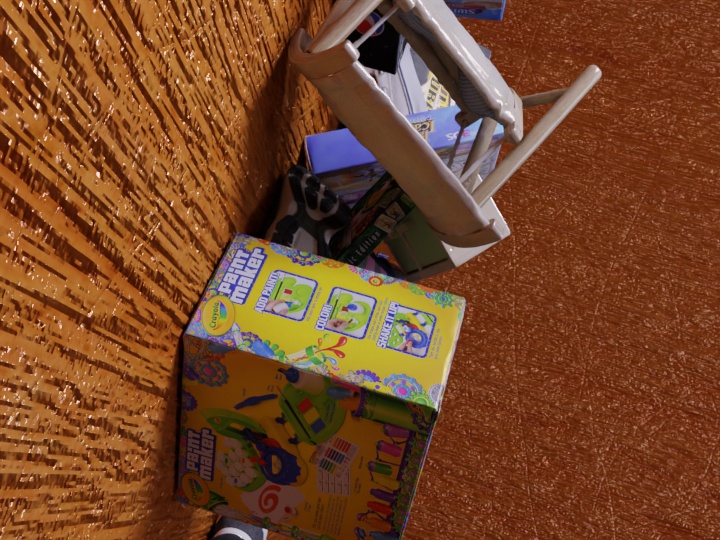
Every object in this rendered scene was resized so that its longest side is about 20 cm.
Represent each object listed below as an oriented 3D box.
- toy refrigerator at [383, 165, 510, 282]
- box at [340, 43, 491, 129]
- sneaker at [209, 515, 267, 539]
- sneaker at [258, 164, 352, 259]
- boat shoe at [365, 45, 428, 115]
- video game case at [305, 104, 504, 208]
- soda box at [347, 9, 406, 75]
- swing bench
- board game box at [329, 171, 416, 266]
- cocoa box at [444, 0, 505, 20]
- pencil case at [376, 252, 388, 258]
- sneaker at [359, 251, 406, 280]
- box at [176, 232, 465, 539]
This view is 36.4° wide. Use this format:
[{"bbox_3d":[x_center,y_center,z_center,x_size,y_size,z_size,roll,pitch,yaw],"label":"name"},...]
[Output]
[{"bbox_3d":[0.073,-0.040,1.076,0.069,0.077,0.200,-30,-179,-10],"label":"toy refrigerator"},{"bbox_3d":[0.064,-0.200,1.334,0.049,0.158,0.203,6,-101,61],"label":"box"},{"bbox_3d":[-0.146,0.352,1.139,0.112,0.072,0.203,-58,154,-64],"label":"sneaker"},{"bbox_3d":[-0.068,-0.025,0.984,0.088,0.077,0.201,-42,-166,28],"label":"sneaker"},{"bbox_3d":[0.013,-0.213,1.211,0.075,0.085,0.204,88,-12,-59],"label":"boat shoe"},{"bbox_3d":[0.044,-0.106,1.156,0.182,0.197,0.046,92,-15,-73],"label":"video game case"},{"bbox_3d":[0.018,-0.279,1.025,0.201,0.070,0.064,97,11,-58],"label":"soda box"},{"bbox_3d":[0.059,-0.155,0.893,0.129,0.199,0.201,-3,-134,54],"label":"swing bench"},{"bbox_3d":[-0.023,-0.014,1.018,0.200,0.023,0.105,-46,-167,17],"label":"board game box"},{"bbox_3d":[0.103,-0.390,1.177,0.131,0.131,0.203,65,31,-82],"label":"cocoa box"},{"bbox_3d":[-0.019,0.078,1.300,0.201,0.087,0.088,-53,-177,19],"label":"pencil case"},{"bbox_3d":[0.000,0.000,1.134,0.070,0.081,0.202,12,-50,64],"label":"sneaker"},{"bbox_3d":[-0.036,0.106,0.866,0.123,0.190,0.202,-69,173,-47],"label":"box"}]
